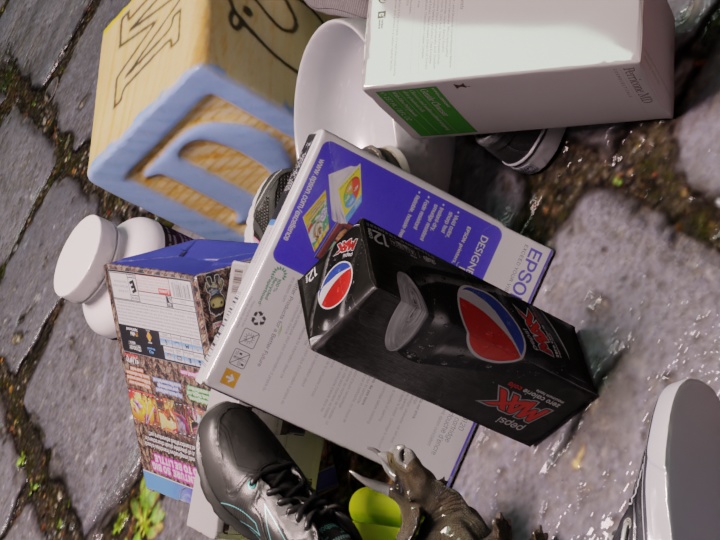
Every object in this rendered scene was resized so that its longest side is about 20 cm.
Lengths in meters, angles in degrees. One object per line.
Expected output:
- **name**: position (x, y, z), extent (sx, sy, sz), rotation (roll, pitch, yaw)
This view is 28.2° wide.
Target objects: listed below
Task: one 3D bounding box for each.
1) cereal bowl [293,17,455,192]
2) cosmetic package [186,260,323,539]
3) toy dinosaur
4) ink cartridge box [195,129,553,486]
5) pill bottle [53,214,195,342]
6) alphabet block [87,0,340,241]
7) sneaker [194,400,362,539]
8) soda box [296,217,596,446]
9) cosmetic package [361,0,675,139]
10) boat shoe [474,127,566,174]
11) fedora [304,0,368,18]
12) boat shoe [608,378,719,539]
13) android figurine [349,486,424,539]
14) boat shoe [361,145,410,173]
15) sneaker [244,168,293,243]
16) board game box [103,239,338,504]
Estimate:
- **cereal bowl**: position (0.020, -0.108, 1.186), extent (0.200, 0.083, 0.201), rotation (27, 120, 60)
- **cosmetic package**: position (-0.067, 0.099, 1.070), extent (0.051, 0.082, 0.201), rotation (7, 88, 55)
- **toy dinosaur**: position (0.064, 0.209, 0.927), extent (0.102, 0.077, 0.201), rotation (-13, 79, 36)
- **ink cartridge box**: position (0.012, 0.031, 1.033), extent (0.199, 0.199, 0.043), rotation (-65, 14, -4)
- **pill bottle**: position (-0.169, 0.024, 1.289), extent (0.112, 0.199, 0.113), rotation (-35, 41, 38)
- **alphabet block**: position (-0.132, -0.173, 1.390), extent (0.196, 0.195, 0.201), rotation (-35, 42, 35)
- **sneaker**: position (-0.040, 0.169, 0.975), extent (0.201, 0.075, 0.079), rotation (57, 138, 11)
- **soda box**: position (0.059, 0.044, 0.936), extent (0.071, 0.199, 0.064), rotation (-43, 38, 30)
- **cosmetic package**: position (0.113, -0.154, 1.008), extent (0.199, 0.108, 0.085), rotation (-2, 73, 26)
- **boat shoe**: position (0.135, -0.178, 1.111), extent (0.073, 0.068, 0.200), rotation (8, 74, 57)
- **fedora**: position (0.000, -0.287, 1.339), extent (0.200, 0.176, 0.091), rotation (42, 133, 50)
- **boat shoe**: position (0.171, 0.161, 0.816), extent (0.068, 0.072, 0.201), rotation (-19, 60, 47)
- **android figurine**: position (-0.007, 0.245, 1.039), extent (0.200, 0.041, 0.183), rotation (-7, 63, 52)
- **boat shoe**: position (0.000, 0.000, 1.104), extent (0.067, 0.057, 0.201), rotation (37, 132, 51)
- **sneaker**: position (-0.053, 0.001, 1.240), extent (0.086, 0.080, 0.201), rotation (133, 138, -61)
- **board game box**: position (-0.115, 0.084, 1.165), extent (0.159, 0.096, 0.201), rotation (7, 109, 54)
